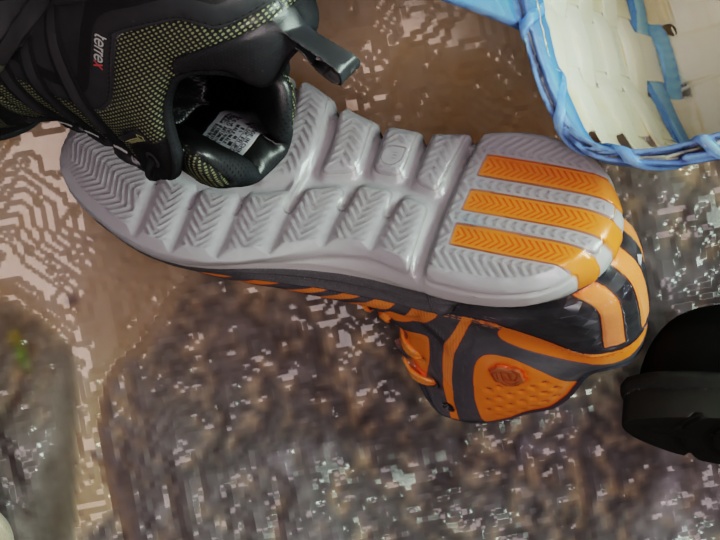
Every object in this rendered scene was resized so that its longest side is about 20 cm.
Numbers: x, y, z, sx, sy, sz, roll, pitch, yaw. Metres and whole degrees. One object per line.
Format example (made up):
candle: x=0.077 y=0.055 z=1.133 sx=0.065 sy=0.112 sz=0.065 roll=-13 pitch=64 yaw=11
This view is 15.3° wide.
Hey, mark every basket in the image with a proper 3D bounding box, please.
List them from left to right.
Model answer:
basket: x=0.111 y=-0.104 z=0.770 sx=0.176 sy=0.200 sz=0.139 roll=-17 pitch=82 yaw=18

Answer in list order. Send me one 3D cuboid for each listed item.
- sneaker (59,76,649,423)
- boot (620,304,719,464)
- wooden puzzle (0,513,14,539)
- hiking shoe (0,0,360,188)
sneaker: x=0.000 y=0.000 z=0.869 sx=0.200 sy=0.112 sz=0.078 roll=17 pitch=65 yaw=27
boot: x=0.184 y=-0.020 z=0.860 sx=0.211 sy=0.079 sz=0.158 roll=-5 pitch=71 yaw=5
wooden puzzle: x=-0.225 y=0.142 z=0.857 sx=0.200 sy=0.037 sz=0.185 roll=13 pitch=89 yaw=12
hiking shoe: x=-0.073 y=-0.058 z=0.801 sx=0.076 sy=0.200 sz=0.101 roll=-39 pitch=95 yaw=-25
